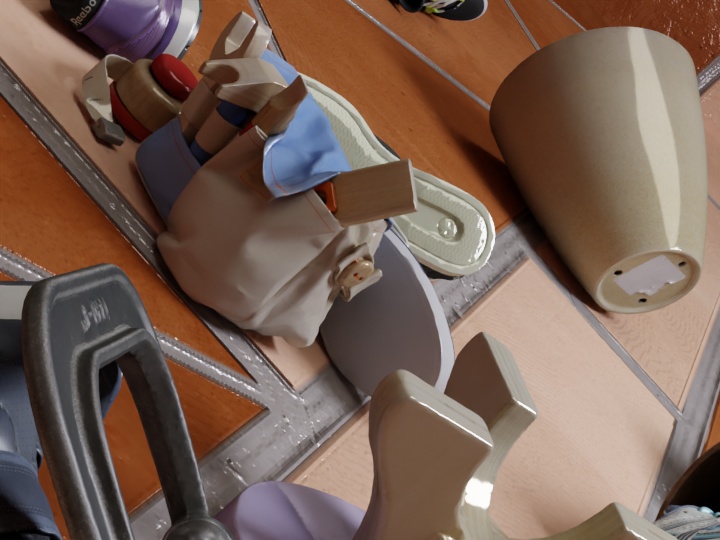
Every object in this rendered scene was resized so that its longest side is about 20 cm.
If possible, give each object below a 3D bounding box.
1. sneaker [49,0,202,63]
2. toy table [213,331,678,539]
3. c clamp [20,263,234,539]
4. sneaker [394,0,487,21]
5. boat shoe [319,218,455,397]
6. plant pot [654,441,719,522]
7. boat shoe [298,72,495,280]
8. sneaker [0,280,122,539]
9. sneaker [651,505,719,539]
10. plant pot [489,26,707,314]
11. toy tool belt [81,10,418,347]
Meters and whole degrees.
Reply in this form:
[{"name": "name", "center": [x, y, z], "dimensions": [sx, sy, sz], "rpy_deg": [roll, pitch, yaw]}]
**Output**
[{"name": "sneaker", "center": [-0.153, -0.202, 1.060], "dimensions": [0.087, 0.076, 0.200], "rpy_deg": [27, 26, -33]}, {"name": "toy table", "center": [0.045, 0.123, 0.746], "dimensions": [0.200, 0.117, 0.184], "rpy_deg": [28, 26, -44]}, {"name": "c clamp", "center": [-0.068, 0.080, 0.545], "dimensions": [0.200, 0.027, 0.171], "rpy_deg": [-81, 152, -81]}, {"name": "sneaker", "center": [0.053, -0.281, 1.743], "dimensions": [0.200, 0.072, 0.083], "rpy_deg": [28, 49, -43]}, {"name": "boat shoe", "center": [0.000, 0.000, 0.990], "dimensions": [0.066, 0.072, 0.200], "rpy_deg": [15, 27, -51]}, {"name": "plant pot", "center": [0.274, 0.194, 1.065], "dimensions": [0.187, 0.187, 0.200], "rpy_deg": [53, 4, 19]}, {"name": "boat shoe", "center": [-0.010, -0.057, 1.118], "dimensions": [0.200, 0.072, 0.068], "rpy_deg": [35, -16, -15]}, {"name": "sneaker", "center": [-0.117, 0.073, 0.558], "dimensions": [0.147, 0.077, 0.202], "rpy_deg": [64, 13, 18]}, {"name": "sneaker", "center": [0.201, 0.154, 0.949], "dimensions": [0.086, 0.199, 0.078], "rpy_deg": [-107, -167, -63]}, {"name": "plant pot", "center": [0.220, -0.071, 1.502], "dimensions": [0.187, 0.187, 0.201], "rpy_deg": [30, 38, -42]}, {"name": "toy tool belt", "center": [-0.050, -0.068, 0.922], "dimensions": [0.125, 0.123, 0.200], "rpy_deg": [24, 28, -51]}]
